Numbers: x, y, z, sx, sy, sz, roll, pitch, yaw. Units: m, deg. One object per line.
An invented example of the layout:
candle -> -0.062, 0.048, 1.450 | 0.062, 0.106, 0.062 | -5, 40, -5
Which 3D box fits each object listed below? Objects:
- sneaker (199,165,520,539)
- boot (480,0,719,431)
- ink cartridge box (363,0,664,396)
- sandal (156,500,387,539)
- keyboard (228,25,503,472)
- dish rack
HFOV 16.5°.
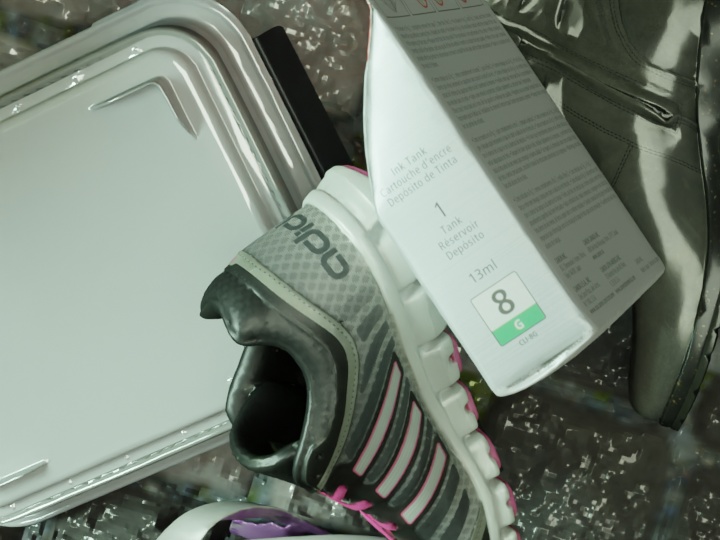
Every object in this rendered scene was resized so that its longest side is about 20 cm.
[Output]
sneaker -> -0.004, 0.062, 0.909 | 0.087, 0.074, 0.200 | -28, 122, -16
boot -> 0.087, -0.042, 0.990 | 0.130, 0.068, 0.201 | 6, 96, 6
ink cartridge box -> 0.028, -0.059, 0.890 | 0.050, 0.161, 0.200 | -36, 87, 17
sandal -> -0.053, 0.118, 0.994 | 0.202, 0.083, 0.050 | 1, 54, -12
keyboard -> 0.000, 0.000, 0.968 | 0.127, 0.021, 0.200 | -21, 101, 35
dish rack -> -0.108, 0.004, 0.956 | 0.200, 0.044, 0.172 | -24, 100, 16
